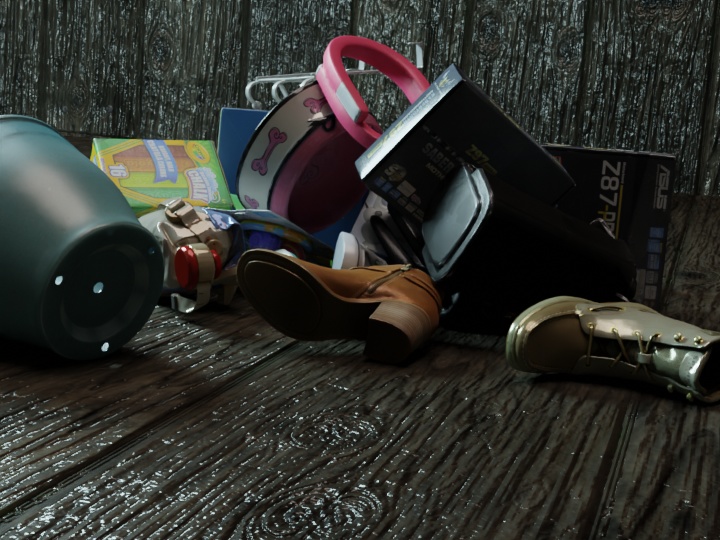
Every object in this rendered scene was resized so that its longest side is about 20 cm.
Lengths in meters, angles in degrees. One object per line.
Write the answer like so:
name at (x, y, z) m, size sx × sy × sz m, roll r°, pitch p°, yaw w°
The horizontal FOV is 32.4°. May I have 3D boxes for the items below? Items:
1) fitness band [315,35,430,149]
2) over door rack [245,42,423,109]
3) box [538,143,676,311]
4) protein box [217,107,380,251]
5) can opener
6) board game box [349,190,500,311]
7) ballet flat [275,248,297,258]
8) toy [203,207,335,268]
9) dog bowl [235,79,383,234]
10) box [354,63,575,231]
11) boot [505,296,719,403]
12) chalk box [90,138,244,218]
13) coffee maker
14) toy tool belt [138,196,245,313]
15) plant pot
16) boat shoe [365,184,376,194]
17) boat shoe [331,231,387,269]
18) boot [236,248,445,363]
fitness band at (0.029, -0.198, 1.446) m, size 0.143 × 0.037 × 0.201 m, roll 4°, pitch 45°, yaw -35°
over door rack at (-0.029, -0.244, 1.626) m, size 0.199 × 0.067 × 0.147 m, roll -24°, pitch 19°, yaw -32°
box at (0.279, -0.044, 1.462) m, size 0.160 × 0.201 × 0.049 m, roll 6°, pitch 10°, yaw 6°
protein box at (-0.086, -0.110, 1.678) m, size 0.199 × 0.200 × 0.135 m, roll 5°, pitch 3°, yaw 8°
can opener at (0.067, -0.007, 1.417) m, size 0.200 × 0.063 × 0.079 m, roll 49°, pitch -4°, yaw 37°
board game box at (0.107, -0.065, 1.526) m, size 0.199 × 0.043 × 0.200 m, roll 19°, pitch 55°, yaw 10°
ballet flat at (-0.080, 0.021, 1.365) m, size 0.069 × 0.070 × 0.200 m, roll 0°, pitch 11°, yaw -25°
toy at (-0.095, -0.022, 1.496) m, size 0.115 × 0.048 × 0.200 m, roll 4°, pitch -14°, yaw 36°
dog bowl at (-0.052, -0.129, 1.499) m, size 0.074 × 0.201 × 0.200 m, roll 43°, pitch 28°, yaw 26°
box at (0.117, -0.107, 1.377) m, size 0.200 × 0.158 × 0.051 m, roll 38°, pitch 16°, yaw -30°
boot at (0.249, 0.075, 1.139) m, size 0.199 × 0.073 × 0.154 m, roll -1°, pitch 13°, yaw -32°
chalk box at (-0.233, -0.079, 1.542) m, size 0.199 × 0.124 × 0.125 m, roll -3°, pitch 47°, yaw -25°
coffee maker at (0.181, -0.016, 1.298) m, size 0.199 × 0.135 × 0.192 m, roll 21°, pitch 4°, yaw -24°
toy tool belt at (-0.171, -0.021, 1.373) m, size 0.122 × 0.126 × 0.200 m, roll -8°, pitch 11°, yaw -29°
plant pot at (-0.285, -0.016, 1.138) m, size 0.188 × 0.201 × 0.199 m, roll 30°, pitch 23°, yaw 35°
boat shoe at (0.106, -0.107, 1.475) m, size 0.199 × 0.073 × 0.072 m, roll 11°, pitch -7°, yaw -7°
boat shoe at (0.000, 0.000, 1.406) m, size 0.065 × 0.074 × 0.200 m, roll 10°, pitch -2°, yaw -1°
boot at (-0.014, 0.019, 1.247) m, size 0.199 × 0.074 × 0.155 m, roll 27°, pitch 25°, yaw 7°
